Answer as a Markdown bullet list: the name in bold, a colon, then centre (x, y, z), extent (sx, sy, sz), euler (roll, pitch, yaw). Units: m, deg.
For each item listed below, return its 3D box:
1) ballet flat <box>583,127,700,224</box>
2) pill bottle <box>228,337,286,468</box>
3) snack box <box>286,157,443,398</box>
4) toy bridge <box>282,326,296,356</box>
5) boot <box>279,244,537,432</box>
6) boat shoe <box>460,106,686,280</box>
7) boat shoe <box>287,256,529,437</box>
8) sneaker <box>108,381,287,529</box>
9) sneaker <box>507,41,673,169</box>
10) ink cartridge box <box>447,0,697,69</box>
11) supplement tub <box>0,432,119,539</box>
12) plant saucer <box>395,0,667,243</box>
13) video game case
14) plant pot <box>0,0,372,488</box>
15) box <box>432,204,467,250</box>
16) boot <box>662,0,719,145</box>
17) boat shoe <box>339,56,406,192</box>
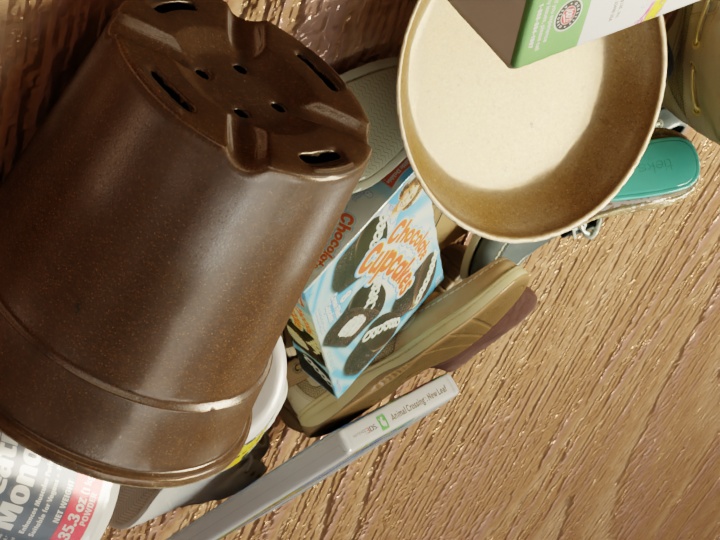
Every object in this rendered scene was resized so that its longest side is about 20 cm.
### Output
- **ballet flat**: centre (0.135, -0.057, 1.532), extent (0.199, 0.071, 0.065), euler (-4, 175, -20)
- **pill bottle**: centre (-0.108, 0.075, 1.447), extent (0.111, 0.112, 0.200), euler (-30, 174, -11)
- **snack box**: centre (0.000, 0.000, 1.472), extent (0.116, 0.037, 0.200), euler (-48, 161, -13)
- **toy bridge**: centre (-0.066, 0.014, 1.497), extent (0.067, 0.027, 0.200), euler (-12, 158, 3)
- **boot**: centre (0.042, 0.065, 1.722), extent (0.200, 0.072, 0.166), euler (-41, 156, 7)
- **boat shoe**: centre (0.151, -0.055, 1.605), extent (0.200, 0.062, 0.073), euler (-48, 160, 6)
- **boat shoe**: centre (0.027, 0.042, 1.599), extent (0.200, 0.065, 0.071), euler (-34, 165, 13)
- **sneaker**: centre (-0.098, 0.113, 1.637), extent (0.200, 0.074, 0.115), euler (-39, 162, 35)
- **sneaker**: centre (0.128, -0.117, 1.468), extent (0.200, 0.076, 0.076), euler (-31, -178, -39)
- **ink cartridge box**: centre (0.153, -0.216, 1.252), extent (0.199, 0.084, 0.145), euler (-22, 146, -27)
- **supplement tub**: centre (-0.242, 0.096, 1.239), extent (0.140, 0.141, 0.200), euler (-42, 142, 19)
- **plant saucer**: centre (0.096, -0.118, 1.346), extent (0.199, 0.035, 0.201), euler (-9, 106, -31)
- **video game case**: centre (-0.040, 0.150, 1.689), extent (0.200, 0.022, 0.182), euler (-34, 174, 30)
- **plant pot**: centre (-0.104, -0.026, 1.184), extent (0.200, 0.200, 0.199), euler (-8, 139, -49)
- **box**: centre (0.022, -0.044, 1.534), extent (0.163, 0.021, 0.200), euler (-34, 159, -2)
- **boot**: centre (0.270, -0.146, 1.474), extent (0.073, 0.156, 0.201), euler (-15, 139, -30)
- **boat shoe**: centre (-0.041, -0.065, 1.367), extent (0.200, 0.072, 0.068), euler (-38, -162, -10)
